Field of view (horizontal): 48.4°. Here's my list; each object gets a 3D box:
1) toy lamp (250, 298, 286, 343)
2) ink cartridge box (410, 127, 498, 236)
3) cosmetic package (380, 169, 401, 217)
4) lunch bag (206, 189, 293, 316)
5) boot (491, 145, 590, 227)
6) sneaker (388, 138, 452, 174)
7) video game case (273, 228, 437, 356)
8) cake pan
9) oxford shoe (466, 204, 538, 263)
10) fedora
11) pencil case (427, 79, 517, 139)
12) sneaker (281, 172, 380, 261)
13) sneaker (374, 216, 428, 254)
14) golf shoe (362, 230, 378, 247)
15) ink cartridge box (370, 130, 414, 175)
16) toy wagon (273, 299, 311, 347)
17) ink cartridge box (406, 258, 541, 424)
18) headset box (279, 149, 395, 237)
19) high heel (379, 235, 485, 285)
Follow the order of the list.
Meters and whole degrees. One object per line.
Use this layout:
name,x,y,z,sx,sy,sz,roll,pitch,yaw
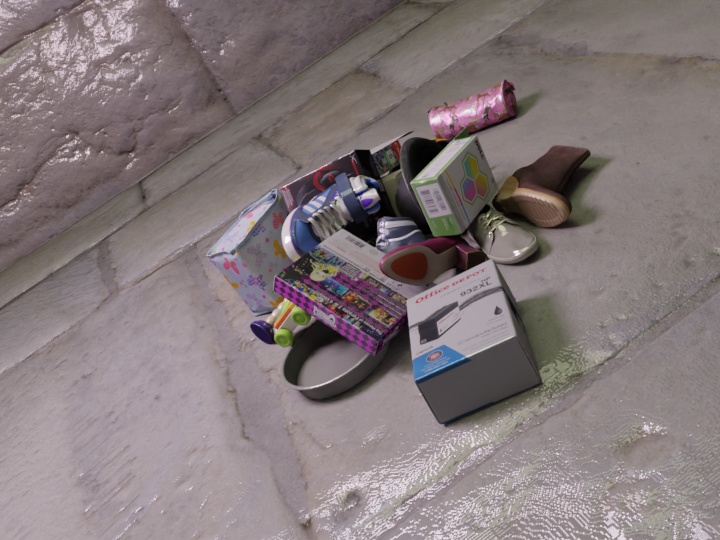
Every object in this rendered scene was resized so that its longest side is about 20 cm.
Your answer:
toy lamp,-0.124,0.050,1.501,0.058,0.058,0.200,1,44,50
ink cartridge box,0.172,-0.154,1.338,0.059,0.105,0.200,-6,30,42
cosmetic package,0.015,-0.125,1.594,0.198,0.088,0.103,-20,10,28
lunch bag,-0.178,-0.038,1.585,0.126,0.170,0.201,-9,37,46
boot,0.322,-0.153,1.325,0.166,0.073,0.200,-40,22,-12
sneaker,0.130,-0.218,1.669,0.089,0.070,0.200,-12,30,42
video game case,-0.005,0.027,1.252,0.199,0.036,0.181,31,42,20
cake pan,-0.035,0.128,1.274,0.199,0.037,0.201,-26,26,14
oxford shoe,0.220,-0.064,1.303,0.075,0.058,0.200,-32,26,-5
fedora,0.119,-0.138,1.440,0.091,0.200,0.201,-39,16,38
pencil case,0.248,-0.351,1.762,0.198,0.088,0.082,-14,-1,34
sneaker,-0.039,-0.100,1.370,0.145,0.081,0.200,-21,20,32
sneaker,0.025,-0.018,1.372,0.198,0.070,0.109,-27,66,-2
golf shoe,0.000,0.000,1.445,0.200,0.078,0.094,-42,9,-23
ink cartridge box,0.030,-0.220,1.638,0.108,0.051,0.200,-17,14,43
toy wagon,-0.106,0.060,1.371,0.200,0.039,0.156,-50,11,41
ink cartridge box,0.145,0.090,1.078,0.144,0.084,0.201,-26,25,14
headset box,-0.051,-0.121,1.521,0.198,0.150,0.075,-22,-2,26
high heel,0.098,-0.021,1.283,0.198,0.068,0.096,-1,16,-33
